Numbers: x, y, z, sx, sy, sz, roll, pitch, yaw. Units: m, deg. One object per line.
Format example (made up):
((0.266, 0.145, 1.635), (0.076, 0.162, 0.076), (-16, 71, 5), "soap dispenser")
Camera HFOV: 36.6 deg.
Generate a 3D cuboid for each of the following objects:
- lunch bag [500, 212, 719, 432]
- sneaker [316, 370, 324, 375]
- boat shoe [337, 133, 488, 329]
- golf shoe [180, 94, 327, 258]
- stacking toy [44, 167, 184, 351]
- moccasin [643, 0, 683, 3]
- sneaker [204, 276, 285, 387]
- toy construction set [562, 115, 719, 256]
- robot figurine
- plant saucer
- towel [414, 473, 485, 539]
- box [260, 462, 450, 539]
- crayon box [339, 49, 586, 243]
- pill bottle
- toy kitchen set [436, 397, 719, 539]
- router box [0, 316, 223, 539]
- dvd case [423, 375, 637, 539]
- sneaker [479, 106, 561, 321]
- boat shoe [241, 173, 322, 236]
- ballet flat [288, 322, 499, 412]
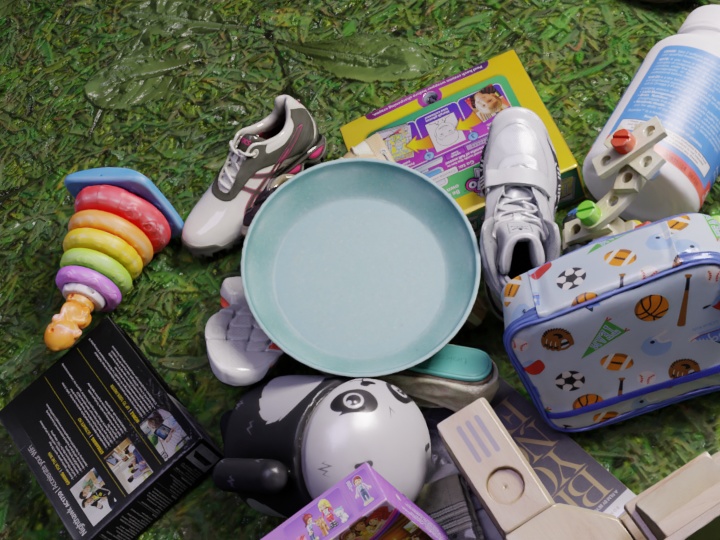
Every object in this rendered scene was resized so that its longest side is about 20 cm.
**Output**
((0.222, 0.049, 0.869), (0.200, 0.160, 0.076), (-19, 35, 17), "lunch bag")
((-0.036, 0.042, 1.037), (0.200, 0.076, 0.116), (18, 90, 49), "sneaker")
((0.059, -0.039, 0.994), (0.076, 0.072, 0.200), (-41, 96, -4), "boat shoe")
((-0.127, -0.103, 1.163), (0.077, 0.088, 0.200), (34, 76, 34), "golf shoe")
((-0.274, 0.000, 1.130), (0.116, 0.110, 0.200), (1, 54, 26), "stacking toy")
((0.291, -0.347, 1.165), (0.074, 0.078, 0.201), (-39, 52, -7), "moccasin")
((-0.105, 0.074, 1.003), (0.077, 0.082, 0.200), (12, 19, -4), "sneaker")
((0.246, -0.029, 0.905), (0.131, 0.200, 0.092), (-21, 34, 37), "toy construction set")
((-0.034, 0.146, 0.906), (0.200, 0.125, 0.150), (-5, 47, 48), "robot figurine")
((0.000, 0.000, 0.921), (0.200, 0.036, 0.200), (0, 66, -1), "plant saucer")
((0.023, 0.280, 0.864), (0.200, 0.035, 0.193), (-27, 48, 14), "towel")
((-0.037, 0.240, 0.812), (0.200, 0.137, 0.039), (-37, 46, 5), "box")
((0.098, -0.109, 1.091), (0.200, 0.058, 0.173), (-23, 54, 6), "crayon box")
((0.296, -0.145, 1.001), (0.112, 0.112, 0.200), (21, 68, 32), "pill bottle")
((0.185, 0.133, 0.796), (0.200, 0.163, 0.180), (-31, 63, -4), "toy kitchen set")
((-0.245, 0.158, 1.051), (0.149, 0.051, 0.200), (-42, 52, -6), "router box")
((0.114, 0.183, 0.910), (0.149, 0.016, 0.200), (-41, 52, -9), "dvd case")
((0.142, -0.054, 0.956), (0.075, 0.115, 0.200), (0, 84, 6), "sneaker")
((-0.068, -0.062, 1.064), (0.072, 0.200, 0.065), (0, 90, -19), "boat shoe")
((0.019, 0.084, 0.940), (0.200, 0.062, 0.067), (16, 43, 11), "ballet flat")
